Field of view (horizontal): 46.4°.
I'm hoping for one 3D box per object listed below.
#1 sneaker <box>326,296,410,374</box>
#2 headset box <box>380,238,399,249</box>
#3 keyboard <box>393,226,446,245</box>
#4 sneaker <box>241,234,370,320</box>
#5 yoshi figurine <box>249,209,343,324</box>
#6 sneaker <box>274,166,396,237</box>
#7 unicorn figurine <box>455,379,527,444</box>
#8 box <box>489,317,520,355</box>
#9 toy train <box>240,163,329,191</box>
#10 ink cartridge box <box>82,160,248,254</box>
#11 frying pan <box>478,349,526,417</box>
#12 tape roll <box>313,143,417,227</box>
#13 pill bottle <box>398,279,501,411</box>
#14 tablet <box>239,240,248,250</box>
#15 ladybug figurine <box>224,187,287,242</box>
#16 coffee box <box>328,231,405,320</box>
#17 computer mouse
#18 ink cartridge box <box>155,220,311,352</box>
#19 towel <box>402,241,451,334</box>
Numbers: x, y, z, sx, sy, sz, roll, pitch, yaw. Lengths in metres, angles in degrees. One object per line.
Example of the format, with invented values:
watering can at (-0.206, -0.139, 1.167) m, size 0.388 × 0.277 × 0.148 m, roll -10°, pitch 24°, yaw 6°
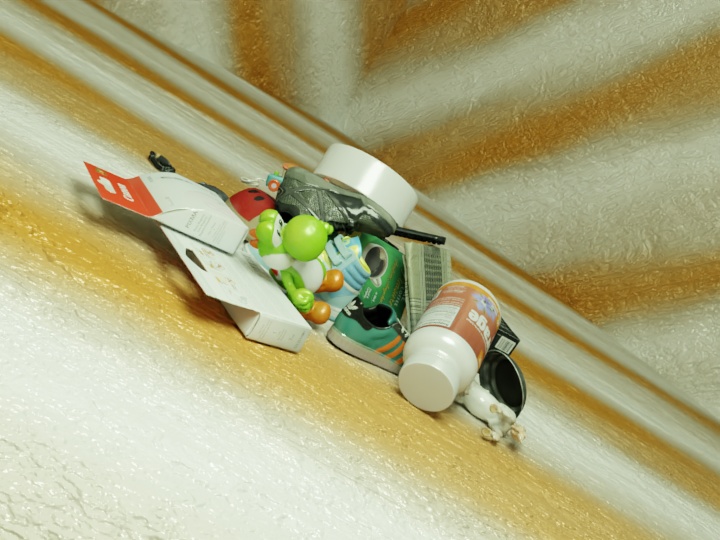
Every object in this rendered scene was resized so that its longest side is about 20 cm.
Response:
sneaker at (0.046, 0.099, 1.257) m, size 0.199 × 0.080 × 0.071 m, roll 24°, pitch 15°, yaw -38°
headset box at (-0.042, -0.045, 1.563) m, size 0.173 × 0.093 × 0.200 m, roll 35°, pitch 13°, yaw 12°
keyboard at (0.054, -0.072, 1.494) m, size 0.198 × 0.021 × 0.127 m, roll 14°, pitch 4°, yaw 11°
sneaker at (-0.073, -0.021, 1.286) m, size 0.199 × 0.131 × 0.080 m, roll 30°, pitch 20°, yaw -23°
yoshi figurine at (-0.072, -0.010, 1.153) m, size 0.113 × 0.111 × 0.201 m, roll 56°, pitch -3°, yaw 39°
sneaker at (-0.047, -0.076, 1.323) m, size 0.198 × 0.115 × 0.076 m, roll 24°, pitch -25°, yaw -2°
unicorn figurine at (0.180, 0.193, 1.297) m, size 0.201 × 0.074 × 0.137 m, roll 55°, pitch 18°, yaw 18°
box at (0.199, 0.096, 1.665) m, size 0.199 × 0.079 × 0.141 m, roll 28°, pitch 16°, yaw -20°
toy train at (-0.111, -0.153, 1.494) m, size 0.199 × 0.056 × 0.150 m, roll 23°, pitch 11°, yaw 33°
ink cartridge box at (-0.267, -0.103, 1.152) m, size 0.199 × 0.057 × 0.162 m, roll 30°, pitch 7°, yaw -35°
frying pan at (0.212, 0.185, 1.374) m, size 0.031 × 0.116 × 0.190 m, roll -11°, pitch 1°, yaw -26°
tape roll at (0.007, -0.153, 1.587) m, size 0.201 × 0.071 × 0.203 m, roll 30°, pitch -10°, yaw 6°
pill bottle at (0.129, 0.110, 1.229) m, size 0.112 × 0.113 × 0.200 m, roll 33°, pitch 41°, yaw 3°
tablet at (-0.194, -0.032, 1.321) m, size 0.130 × 0.014 × 0.199 m, roll 39°, pitch 13°, yaw 27°
ladybug figurine at (-0.161, -0.085, 1.408) m, size 0.135 × 0.072 × 0.200 m, roll 26°, pitch 9°, yaw -39°
coffee box at (0.000, 0.000, 1.416) m, size 0.199 × 0.124 × 0.044 m, roll 29°, pitch -17°, yaw -25°
computer mouse at (-0.303, -0.163, 1.499) m, size 0.199 × 0.034 × 0.059 m, roll 36°, pitch 14°, yaw 14°
ink cartridge box at (-0.176, 0.019, 1.100) m, size 0.173 × 0.044 × 0.200 m, roll 21°, pitch 17°, yaw -42°
towel at (0.114, 0.053, 1.430) m, size 0.034 × 0.203 × 0.192 m, roll -4°, pitch -5°, yaw 27°
